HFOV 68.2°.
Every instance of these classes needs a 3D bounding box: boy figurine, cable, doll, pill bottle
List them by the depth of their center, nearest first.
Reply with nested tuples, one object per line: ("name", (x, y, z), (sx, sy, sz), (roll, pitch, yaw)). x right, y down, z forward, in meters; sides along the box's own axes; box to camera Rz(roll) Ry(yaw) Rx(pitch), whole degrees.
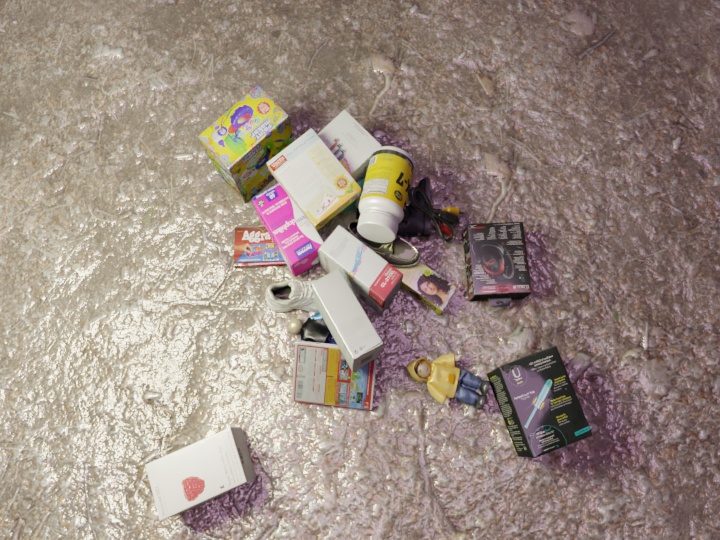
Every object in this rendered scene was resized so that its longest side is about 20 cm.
("pill bottle", (0.058, -0.178, 1.258), (0.111, 0.115, 0.206), (12, 69, 3))
("boy figurine", (0.206, 0.253, 1.263), (0.195, 0.065, 0.127), (24, 78, 3))
("doll", (-0.089, 0.169, 1.293), (0.195, 0.049, 0.140), (23, 77, 6))
("cable", (0.184, -0.137, 1.336), (0.196, 0.050, 0.100), (21, 85, -29))

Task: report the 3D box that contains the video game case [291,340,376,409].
("video game case", (-0.062, 0.248, 1.258), (0.193, 0.017, 0.148), (6, 98, 2))

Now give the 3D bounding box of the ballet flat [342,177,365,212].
("ballet flat", (0.026, -0.204, 1.345), (0.070, 0.068, 0.199), (36, 64, 24))

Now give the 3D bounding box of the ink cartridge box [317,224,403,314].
("ink cartridge box", (0.000, 0.000, 1.290), (0.198, 0.146, 0.083), (38, 77, 10))

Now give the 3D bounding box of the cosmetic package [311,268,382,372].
("cosmetic package", (-0.033, 0.113, 1.208), (0.079, 0.113, 0.203), (-25, 71, -13))

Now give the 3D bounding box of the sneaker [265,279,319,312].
("sneaker", (-0.140, 0.059, 1.297), (0.193, 0.100, 0.080), (-9, 74, -3))

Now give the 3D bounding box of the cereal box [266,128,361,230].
("cereal box", (-0.110, -0.217, 1.257), (0.143, 0.040, 0.201), (-37, 77, -9))

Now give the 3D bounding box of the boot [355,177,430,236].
("boot", (0.086, -0.167, 1.388), (0.193, 0.066, 0.170), (0, 66, 8))

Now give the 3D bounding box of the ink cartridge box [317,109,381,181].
("ink cartridge box", (-0.061, -0.268, 1.367), (0.200, 0.146, 0.145), (-43, 78, -11))

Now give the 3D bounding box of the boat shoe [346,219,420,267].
("boat shoe", (0.055, -0.067, 1.304), (0.197, 0.061, 0.074), (22, 74, 10))

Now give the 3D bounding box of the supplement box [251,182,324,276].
("supplement box", (-0.176, -0.104, 1.325), (0.100, 0.104, 0.203), (-31, 78, -10))

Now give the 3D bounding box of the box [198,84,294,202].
("box", (-0.277, -0.316, 1.356), (0.122, 0.193, 0.200), (44, 77, 12))

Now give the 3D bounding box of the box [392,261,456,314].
("box", (0.140, 0.021, 1.336), (0.197, 0.050, 0.076), (34, 76, 10))

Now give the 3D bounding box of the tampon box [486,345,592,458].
("tampon box", (0.402, 0.301, 1.216), (0.146, 0.127, 0.205), (-17, 74, -6))

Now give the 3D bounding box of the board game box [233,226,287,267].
("board game box", (-0.228, -0.063, 1.374), (0.193, 0.020, 0.106), (-2, 73, -1))

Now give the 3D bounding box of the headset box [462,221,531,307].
("headset box", (0.340, -0.011, 1.332), (0.143, 0.075, 0.207), (-3, 74, -1))

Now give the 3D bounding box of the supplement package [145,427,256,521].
("supplement package", (-0.348, 0.445, 1.176), (0.195, 0.120, 0.124), (-22, 76, -6))
